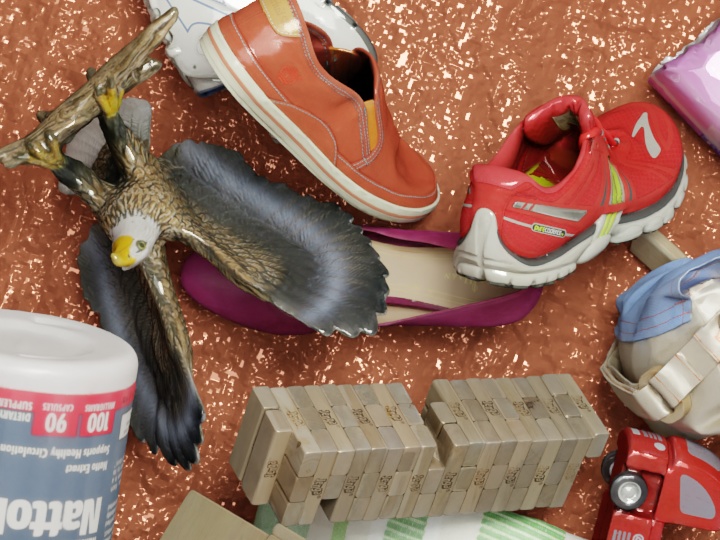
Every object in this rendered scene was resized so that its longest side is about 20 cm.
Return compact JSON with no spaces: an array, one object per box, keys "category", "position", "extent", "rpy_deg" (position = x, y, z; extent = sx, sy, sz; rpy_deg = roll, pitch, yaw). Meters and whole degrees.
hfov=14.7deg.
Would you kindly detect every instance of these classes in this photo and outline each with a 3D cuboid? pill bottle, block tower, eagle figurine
[{"category":"pill bottle","position":[-0.187,0.130,1.459],"extent":[0.119,0.120,0.201],"rpy_deg":[9,101,-2]},{"category":"block tower","position":[0.033,0.096,1.507],"extent":[0.199,0.058,0.054],"rpy_deg":[-2,40,-28]},{"category":"eagle figurine","position":[-0.103,-0.013,1.511],"extent":[0.200,0.152,0.151],"rpy_deg":[50,50,-10]}]

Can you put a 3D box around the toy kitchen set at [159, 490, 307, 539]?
[{"category":"toy kitchen set","position":[-0.026,0.251,1.465],"extent":[0.163,0.200,0.181],"rpy_deg":[37,81,-39]}]

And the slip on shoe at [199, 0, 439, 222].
[{"category":"slip on shoe","position":[-0.008,-0.086,1.509],"extent":[0.061,0.200,0.074],"rpy_deg":[-37,48,12]}]

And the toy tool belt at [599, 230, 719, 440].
[{"category":"toy tool belt","position":[0.193,0.022,1.497],"extent":[0.124,0.200,0.124],"rpy_deg":[-19,87,-13]}]

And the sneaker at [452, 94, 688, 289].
[{"category":"sneaker","position":[0.121,-0.058,1.512],"extent":[0.077,0.200,0.085],"rpy_deg":[17,121,27]}]

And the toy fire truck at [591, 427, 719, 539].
[{"category":"toy fire truck","position":[0.183,0.194,1.519],"extent":[0.140,0.049,0.201],"rpy_deg":[13,101,-5]}]

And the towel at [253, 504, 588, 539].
[{"category":"towel","position":[0.028,0.198,1.558],"extent":[0.199,0.023,0.153],"rpy_deg":[14,83,0]}]

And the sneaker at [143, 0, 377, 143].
[{"category":"sneaker","position":[-0.088,-0.151,1.565],"extent":[0.200,0.075,0.087],"rpy_deg":[37,88,2]}]

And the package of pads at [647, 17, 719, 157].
[{"category":"package of pads","position":[0.272,-0.080,1.571],"extent":[0.120,0.076,0.200],"rpy_deg":[-44,88,-5]}]

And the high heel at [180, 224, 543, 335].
[{"category":"high heel","position":[0.000,0.000,1.539],"extent":[0.199,0.096,0.068],"rpy_deg":[-2,85,-3]}]
